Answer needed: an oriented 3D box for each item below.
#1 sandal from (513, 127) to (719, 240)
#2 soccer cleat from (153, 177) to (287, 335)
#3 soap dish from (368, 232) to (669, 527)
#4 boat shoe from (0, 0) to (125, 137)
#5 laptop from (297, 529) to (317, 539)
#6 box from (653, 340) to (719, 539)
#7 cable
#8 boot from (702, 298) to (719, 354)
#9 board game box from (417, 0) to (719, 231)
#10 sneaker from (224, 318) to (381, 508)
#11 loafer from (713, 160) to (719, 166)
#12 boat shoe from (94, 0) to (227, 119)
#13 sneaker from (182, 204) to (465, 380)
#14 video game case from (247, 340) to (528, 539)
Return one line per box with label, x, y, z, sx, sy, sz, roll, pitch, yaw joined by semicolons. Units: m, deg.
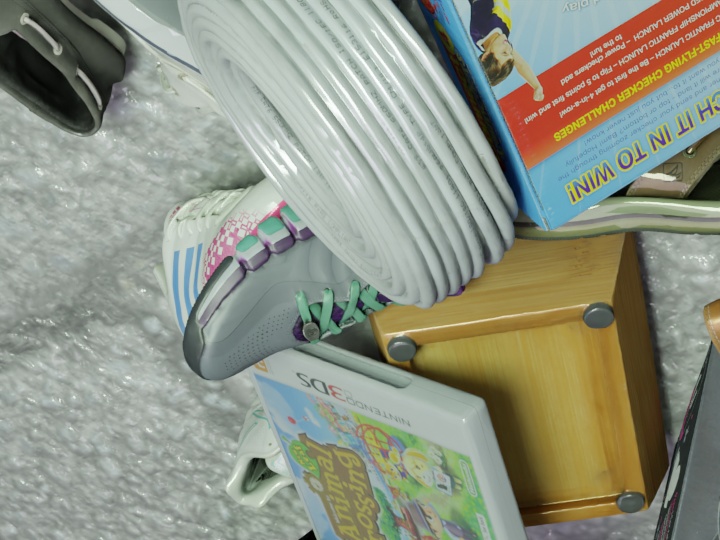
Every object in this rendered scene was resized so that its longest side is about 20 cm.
sandal;0.153;-0.052;0.822;0.200;0.080;0.057;-4;106;12
soccer cleat;-0.081;-0.017;1.018;0.086;0.070;0.200;52;149;11
soap dish;0.091;0.065;1.008;0.157;0.081;0.200;-8;128;10
boat shoe;-0.187;-0.124;0.922;0.067;0.057;0.200;1;167;25
laptop;-0.032;0.244;1.157;0.200;0.187;0.116;19;97;6
box;0.232;0.147;0.960;0.132;0.200;0.115;16;135;8
cable;-0.010;-0.074;0.803;0.200;0.069;0.200;48;171;32
boot;0.248;0.007;0.875;0.154;0.074;0.200;-8;148;20
board game box;0.119;-0.151;0.752;0.200;0.056;0.196;-31;122;-7
sneaker;-0.021;0.092;1.109;0.070;0.080;0.200;36;134;-8
loafer;0.146;-0.079;0.888;0.199;0.073;0.072;11;126;1
boat shoe;-0.081;-0.115;0.953;0.200;0.071;0.070;31;133;-15
sneaker;0.000;0.000;0.923;0.088;0.200;0.074;41;164;29
video game case;0.021;0.129;1.012;0.182;0.022;0.200;18;139;42
